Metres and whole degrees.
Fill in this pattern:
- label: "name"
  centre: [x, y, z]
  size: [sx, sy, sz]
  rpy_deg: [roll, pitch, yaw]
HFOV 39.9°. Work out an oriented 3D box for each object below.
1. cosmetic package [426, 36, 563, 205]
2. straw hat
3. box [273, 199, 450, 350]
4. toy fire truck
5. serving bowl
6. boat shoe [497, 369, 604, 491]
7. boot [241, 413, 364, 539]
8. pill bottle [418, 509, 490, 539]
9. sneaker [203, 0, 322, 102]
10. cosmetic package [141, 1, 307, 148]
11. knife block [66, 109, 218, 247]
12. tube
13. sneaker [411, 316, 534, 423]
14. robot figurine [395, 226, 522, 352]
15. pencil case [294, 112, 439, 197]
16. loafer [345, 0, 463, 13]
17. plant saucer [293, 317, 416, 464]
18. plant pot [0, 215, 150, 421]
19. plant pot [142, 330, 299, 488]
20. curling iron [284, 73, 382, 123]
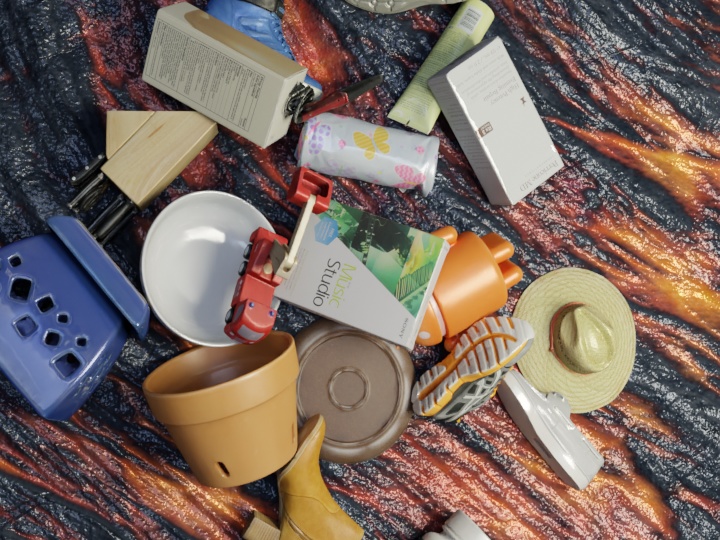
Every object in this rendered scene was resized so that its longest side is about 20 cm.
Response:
- label: "cosmetic package"
  centre: [0.184, -0.200, 1.349]
  size: [0.101, 0.074, 0.202]
  rpy_deg: [-35, 104, -13]
- label: "straw hat"
  centre: [0.308, 0.094, 1.359]
  size: [0.196, 0.085, 0.206]
  rpy_deg: [0, 86, -6]
- label: "box"
  centre: [0.000, 0.000, 1.276]
  size: [0.196, 0.036, 0.147]
  rpy_deg: [19, 84, 17]
- label: "toy fire truck"
  centre: [-0.104, -0.015, 1.240]
  size: [0.048, 0.140, 0.204]
  rpy_deg: [23, 65, -23]
- label: "serving bowl"
  centre: [-0.200, 0.001, 1.304]
  size: [0.196, 0.065, 0.205]
  rpy_deg: [5, 80, -29]
- label: "boat shoe"
  centre: [0.260, 0.205, 1.354]
  size: [0.068, 0.072, 0.201]
  rpy_deg: [-39, 89, -15]
- label: "boot"
  centre: [-0.052, 0.305, 1.308]
  size: [0.142, 0.071, 0.204]
  rpy_deg: [29, 94, -10]
- label: "pill bottle"
  centre: [0.092, 0.418, 1.293]
  size: [0.200, 0.113, 0.113]
  rpy_deg: [-44, 91, -8]
- label: "sneaker"
  centre: [-0.118, -0.321, 1.347]
  size: [0.198, 0.077, 0.112]
  rpy_deg: [33, 92, 3]
- label: "cosmetic package"
  centre: [-0.178, -0.257, 1.294]
  size: [0.198, 0.071, 0.106]
  rpy_deg: [31, 121, 9]
- label: "knife block"
  centre: [-0.287, -0.119, 1.318]
  size: [0.195, 0.064, 0.180]
  rpy_deg: [-1, 86, -7]
- label: "tube"
  centre: [0.116, -0.286, 1.387]
  size: [0.051, 0.058, 0.202]
  rpy_deg: [33, 82, -14]
- label: "sneaker"
  centre: [0.157, 0.134, 1.315]
  size: [0.077, 0.079, 0.199]
  rpy_deg: [31, 124, -32]
- label: "robot figurine"
  centre: [0.118, 0.026, 1.328]
  size: [0.197, 0.145, 0.118]
  rpy_deg: [-28, 62, -8]
- label: "pencil case"
  centre: [0.011, -0.158, 1.344]
  size: [0.196, 0.091, 0.085]
  rpy_deg: [12, 75, -6]
- label: "loafer"
  centre: [0.069, -0.404, 1.387]
  size: [0.195, 0.070, 0.071]
  rpy_deg: [0, 126, 3]
- label: "plant saucer"
  centre: [-0.018, 0.160, 1.344]
  size: [0.195, 0.032, 0.205]
  rpy_deg: [1, 84, -7]
- label: "plant pot"
  centre: [-0.373, 0.053, 1.231]
  size: [0.179, 0.200, 0.201]
  rpy_deg: [-40, 90, -14]
- label: "plant pot"
  centre: [-0.162, 0.179, 1.255]
  size: [0.196, 0.200, 0.143]
  rpy_deg: [-16, 103, -8]
- label: "curling iron"
  centre: [-0.029, -0.236, 1.321]
  size: [0.025, 0.050, 0.199]
  rpy_deg: [36, 37, 24]
